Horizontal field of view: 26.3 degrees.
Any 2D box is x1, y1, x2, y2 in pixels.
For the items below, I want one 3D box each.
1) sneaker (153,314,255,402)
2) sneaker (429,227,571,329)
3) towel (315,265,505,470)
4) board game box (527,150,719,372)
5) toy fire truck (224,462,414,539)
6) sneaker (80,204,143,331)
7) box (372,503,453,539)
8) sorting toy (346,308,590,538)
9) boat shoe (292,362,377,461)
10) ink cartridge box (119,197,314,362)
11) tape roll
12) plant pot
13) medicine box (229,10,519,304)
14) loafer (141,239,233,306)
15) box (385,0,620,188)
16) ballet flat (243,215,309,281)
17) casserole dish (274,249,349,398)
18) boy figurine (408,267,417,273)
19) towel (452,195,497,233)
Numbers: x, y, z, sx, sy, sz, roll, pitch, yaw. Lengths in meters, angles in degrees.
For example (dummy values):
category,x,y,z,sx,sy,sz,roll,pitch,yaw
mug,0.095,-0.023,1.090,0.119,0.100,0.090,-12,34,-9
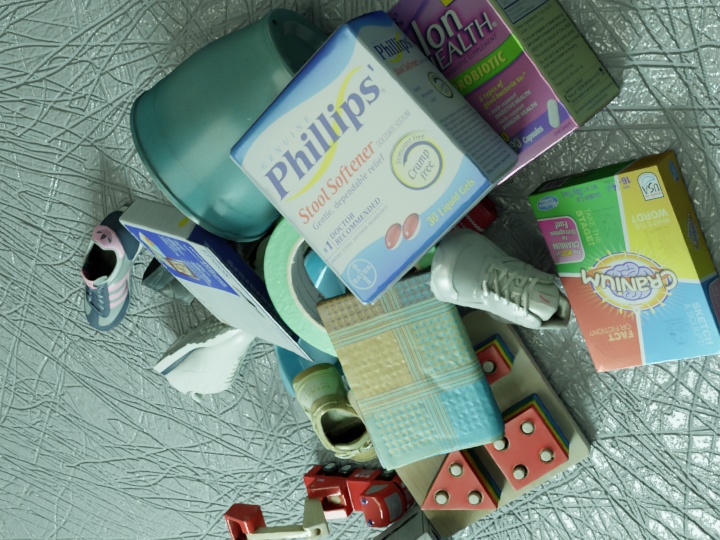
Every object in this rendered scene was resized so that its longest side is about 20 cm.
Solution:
category,x,y,z,sx,sy,sz,roll,pitch,yaw
sneaker,-0.172,0.101,1.894,0.081,0.076,0.199,49,140,-10
sneaker,0.148,0.013,1.530,0.099,0.199,0.079,18,90,39
towel,0.053,0.102,1.594,0.145,0.022,0.202,-17,107,21
board game box,0.270,-0.005,1.524,0.152,0.040,0.202,-13,106,40
toy fire truck,-0.049,0.288,1.853,0.198,0.141,0.049,0,115,36
sneaker,-0.328,0.008,1.938,0.070,0.082,0.201,33,130,16
box,0.049,0.334,1.754,0.116,0.200,0.060,-39,91,1
sorting toy,0.112,0.171,1.664,0.198,0.070,0.201,-33,96,17
boat shoe,-0.018,0.177,1.760,0.201,0.073,0.063,63,-178,-54
ink cartridge box,-0.150,0.007,1.699,0.199,0.047,0.198,14,151,51
tape roll,0.000,0.000,1.601,0.198,0.048,0.202,8,123,13
plant pot,-0.108,-0.167,1.620,0.188,0.200,0.201,-40,89,27
medicine box,0.012,-0.107,1.452,0.200,0.103,0.182,47,116,2
loafer,-0.180,-0.021,1.834,0.072,0.073,0.200,38,139,-17
box,0.116,-0.193,1.493,0.176,0.097,0.201,-34,92,43
ballet flat,-0.108,-0.011,1.767,0.067,0.062,0.200,43,139,10
casserole dish,-0.043,0.065,1.767,0.122,0.038,0.201,59,141,34
boy figurine,0.033,-0.091,1.603,0.123,0.064,0.202,18,129,27
towel,0.048,-0.058,1.669,0.145,0.022,0.200,48,133,4
